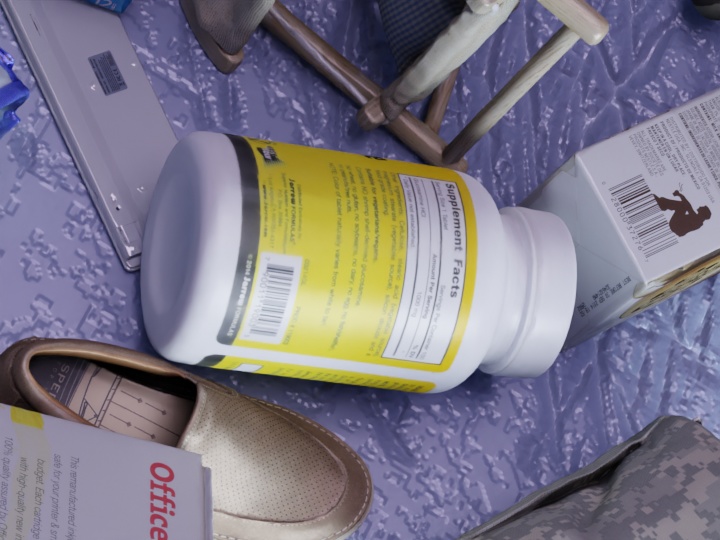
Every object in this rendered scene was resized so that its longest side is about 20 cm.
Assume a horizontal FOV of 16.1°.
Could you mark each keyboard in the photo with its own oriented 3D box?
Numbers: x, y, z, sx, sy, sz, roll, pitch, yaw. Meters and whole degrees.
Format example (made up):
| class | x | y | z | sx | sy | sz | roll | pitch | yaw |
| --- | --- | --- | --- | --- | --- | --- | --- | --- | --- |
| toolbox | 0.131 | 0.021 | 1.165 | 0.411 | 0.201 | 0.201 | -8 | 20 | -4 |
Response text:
| class | x | y | z | sx | sy | sz | roll | pitch | yaw |
| --- | --- | --- | --- | --- | --- | --- | --- | --- | --- |
| keyboard | -0.136 | -0.098 | 1.295 | 0.056 | 0.011 | 0.201 | -20 | 79 | -31 |

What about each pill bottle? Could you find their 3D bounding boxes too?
| class | x | y | z | sx | sy | sz | roll | pitch | yaw |
| --- | --- | --- | --- | --- | --- | --- | --- | --- | --- |
| pill bottle | 0.000 | 0.000 | 1.249 | 0.198 | 0.112 | 0.113 | 8 | 68 | -21 |

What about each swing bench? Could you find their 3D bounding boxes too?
| class | x | y | z | sx | sy | sz | roll | pitch | yaw |
| --- | --- | --- | --- | --- | --- | --- | --- | --- | --- |
| swing bench | 0.013 | -0.169 | 1.269 | 0.199 | 0.199 | 0.131 | 24 | 64 | -11 |

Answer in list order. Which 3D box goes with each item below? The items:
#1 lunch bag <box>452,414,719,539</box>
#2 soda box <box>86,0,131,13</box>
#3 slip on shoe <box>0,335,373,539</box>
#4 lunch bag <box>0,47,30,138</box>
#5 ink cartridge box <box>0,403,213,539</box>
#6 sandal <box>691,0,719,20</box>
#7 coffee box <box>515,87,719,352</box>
| class | x | y | z | sx | sy | sz | roll | pitch | yaw |
| --- | --- | --- | --- | --- | --- | --- | --- | --- | --- |
| lunch bag | 0.124 | 0.177 | 1.217 | 0.199 | 0.139 | 0.169 | -25 | 82 | -27 |
| soda box | -0.125 | -0.240 | 1.315 | 0.067 | 0.064 | 0.201 | 18 | 63 | -17 |
| slip on shoe | -0.082 | 0.080 | 1.219 | 0.199 | 0.061 | 0.077 | 24 | 64 | -11 |
| lunch bag | -0.276 | -0.078 | 1.171 | 0.170 | 0.124 | 0.200 | 46 | 71 | -1 |
| ink cartridge box | -0.171 | 0.133 | 1.121 | 0.198 | 0.084 | 0.146 | 16 | 34 | -15 |
| sandal | 0.272 | -0.183 | 1.452 | 0.200 | 0.080 | 0.058 | -31 | 101 | -21 |
| coffee box | 0.184 | -0.044 | 1.337 | 0.199 | 0.113 | 0.080 | -24 | 81 | -27 |
